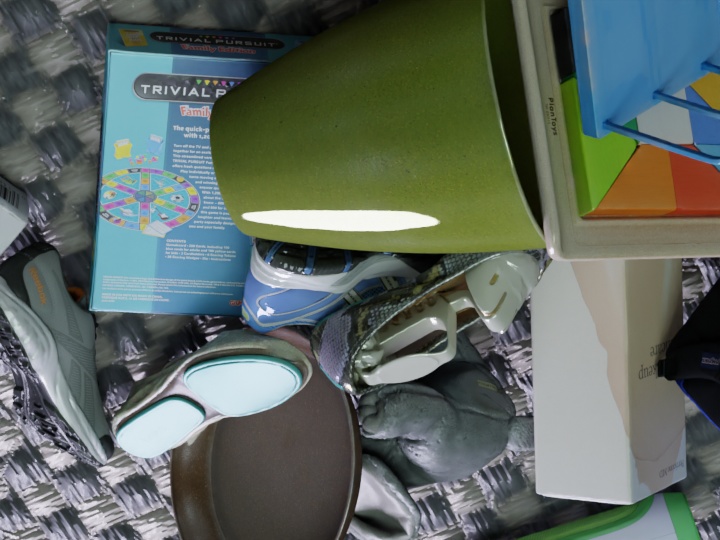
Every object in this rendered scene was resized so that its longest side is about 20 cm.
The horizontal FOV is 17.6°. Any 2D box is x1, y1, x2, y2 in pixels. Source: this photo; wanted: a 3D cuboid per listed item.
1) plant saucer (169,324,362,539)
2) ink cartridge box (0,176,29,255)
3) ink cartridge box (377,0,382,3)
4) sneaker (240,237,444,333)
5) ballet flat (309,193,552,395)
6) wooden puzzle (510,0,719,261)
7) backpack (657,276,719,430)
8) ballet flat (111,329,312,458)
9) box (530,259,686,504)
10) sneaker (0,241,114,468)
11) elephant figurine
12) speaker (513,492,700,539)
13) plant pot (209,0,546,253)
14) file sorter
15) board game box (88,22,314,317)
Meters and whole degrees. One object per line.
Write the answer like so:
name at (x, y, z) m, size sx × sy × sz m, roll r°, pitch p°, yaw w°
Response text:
plant saucer at (-0.062, 0.136, 1.637) m, size 0.032 × 0.200 × 0.201 m, roll 6°, pitch 123°, yaw -41°
ink cartridge box at (-0.351, -0.018, 1.603) m, size 0.162 × 0.057 × 0.200 m, roll 35°, pitch 106°, yaw -22°
ink cartridge box at (0.099, -0.132, 1.587) m, size 0.199 × 0.037 × 0.095 m, roll 12°, pitch 118°, yaw -14°
sneaker at (0.000, 0.000, 1.605) m, size 0.200 × 0.076 × 0.077 m, roll -1°, pitch 133°, yaw -36°
ballet flat at (0.063, 0.025, 1.547) m, size 0.200 × 0.072 × 0.072 m, roll -31°, pitch 118°, yaw 5°
wooden puzzle at (0.186, -0.100, 1.479) m, size 0.200 × 0.186 × 0.037 m, roll 0°, pitch 168°, yaw -35°
backpack at (0.331, 0.073, 1.532) m, size 0.167 × 0.200 × 0.163 m, roll 18°, pitch 113°, yaw -32°
ballet flat at (-0.106, 0.073, 1.629) m, size 0.200 × 0.062 × 0.067 m, roll -25°, pitch 126°, yaw 40°
box at (0.172, 0.053, 1.614) m, size 0.078 × 0.095 × 0.201 m, roll 3°, pitch 101°, yaw 33°
sneaker at (-0.210, 0.065, 1.646) m, size 0.079 × 0.074 × 0.200 m, roll -46°, pitch 140°, yaw -27°
elephant figurine at (0.011, 0.131, 1.687) m, size 0.141 × 0.155 × 0.200 m, roll -2°, pitch 138°, yaw -43°
speaker at (0.162, 0.233, 1.768) m, size 0.199 × 0.089 × 0.089 m, roll -18°, pitch 119°, yaw 5°
plant pot at (0.012, -0.087, 1.487) m, size 0.199 × 0.187 × 0.188 m, roll -12°, pitch 121°, yaw 16°
file sorter at (0.238, -0.168, 1.406) m, size 0.200 × 0.123 × 0.139 m, roll -31°, pitch 127°, yaw -32°
board game box at (-0.105, -0.065, 1.596) m, size 0.150 × 0.047 × 0.201 m, roll 3°, pitch 119°, yaw -9°
